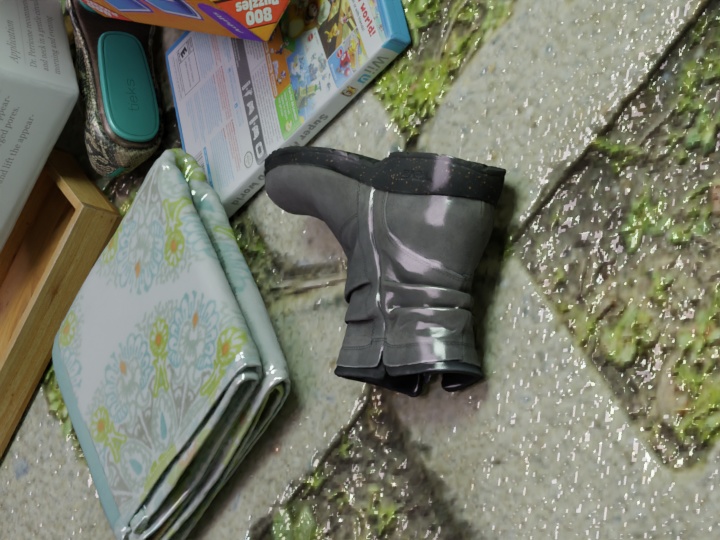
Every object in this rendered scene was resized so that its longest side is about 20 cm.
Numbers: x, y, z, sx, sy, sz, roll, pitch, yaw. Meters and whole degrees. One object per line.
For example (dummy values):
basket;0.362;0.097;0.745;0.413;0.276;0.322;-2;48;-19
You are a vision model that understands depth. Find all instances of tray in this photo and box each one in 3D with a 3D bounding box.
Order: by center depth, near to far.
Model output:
tray;-0.233;0.023;1.945;0.200;0.037;0.099;-62;37;16

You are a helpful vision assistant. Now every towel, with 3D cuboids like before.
towel;-0.118;0.052;1.763;0.171;0.048;0.200;-55;42;30

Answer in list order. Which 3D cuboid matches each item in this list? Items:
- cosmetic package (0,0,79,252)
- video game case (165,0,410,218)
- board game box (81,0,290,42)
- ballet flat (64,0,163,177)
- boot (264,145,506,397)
cosmetic package;-0.315;-0.127;1.909;0.165;0.200;0.165;-60;28;30
video game case;-0.049;-0.137;1.779;0.200;0.018;0.143;-42;45;36
board game box;-0.130;-0.282;1.755;0.200;0.200;0.200;14;73;54
ballet flat;-0.168;-0.154;1.910;0.075;0.068;0.200;-38;50;54
boot;0.000;0.000;1.623;0.200;0.070;0.132;5;86;58
